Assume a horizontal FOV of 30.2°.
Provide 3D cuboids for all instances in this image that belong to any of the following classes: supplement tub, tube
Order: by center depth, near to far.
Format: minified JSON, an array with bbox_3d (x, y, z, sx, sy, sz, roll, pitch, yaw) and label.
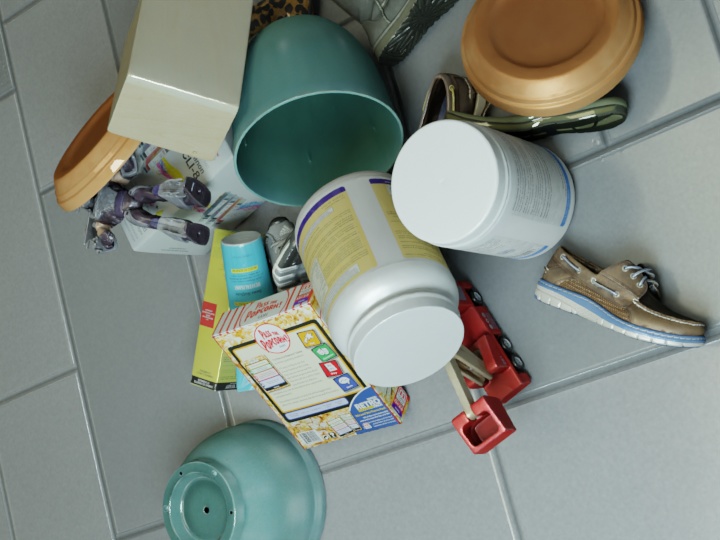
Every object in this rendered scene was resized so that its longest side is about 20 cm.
[{"bbox_3d":[0.135,-0.083,1.426,0.131,0.199,0.134,-3,84,32],"label":"supplement tub"},{"bbox_3d":[0.021,0.008,1.432,0.145,0.145,0.201,-45,46,24],"label":"supplement tub"},{"bbox_3d":[-0.132,0.053,1.656,0.076,0.050,0.202,-7,110,6],"label":"tube"}]

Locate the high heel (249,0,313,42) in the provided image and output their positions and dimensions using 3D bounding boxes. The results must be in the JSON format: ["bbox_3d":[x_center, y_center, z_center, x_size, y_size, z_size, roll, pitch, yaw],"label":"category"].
[{"bbox_3d":[-0.149,-0.332,1.714,0.199,0.071,0.144,32,99,28],"label":"high heel"}]

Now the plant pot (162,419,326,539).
[{"bbox_3d":[-0.160,0.290,1.658,0.198,0.134,0.203,-1,87,33],"label":"plant pot"}]

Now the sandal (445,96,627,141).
[{"bbox_3d":[0.192,-0.177,1.462,0.199,0.080,0.058,-5,84,16],"label":"sandal"}]

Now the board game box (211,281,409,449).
[{"bbox_3d":[-0.057,0.115,1.573,0.150,0.047,0.201,-18,121,31],"label":"board game box"}]

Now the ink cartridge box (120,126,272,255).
[{"bbox_3d":[-0.208,-0.136,1.696,0.200,0.144,0.146,-39,68,26],"label":"ink cartridge box"}]

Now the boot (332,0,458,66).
[{"bbox_3d":[0.025,-0.369,1.600,0.182,0.072,0.201,-43,60,23],"label":"boot"}]

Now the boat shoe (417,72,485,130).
[{"bbox_3d":[0.086,-0.126,1.537,0.072,0.059,0.202,28,104,53],"label":"boat shoe"}]

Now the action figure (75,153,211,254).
[{"bbox_3d":[-0.272,-0.080,1.607,0.198,0.069,0.132,6,86,30],"label":"action figure"}]

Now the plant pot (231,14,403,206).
[{"bbox_3d":[-0.063,-0.201,1.575,0.200,0.200,0.162,-35,51,28],"label":"plant pot"}]

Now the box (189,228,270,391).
[{"bbox_3d":[-0.163,0.050,1.703,0.050,0.075,0.202,14,97,34],"label":"box"}]

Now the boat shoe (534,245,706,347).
[{"bbox_3d":[0.275,0.025,1.407,0.199,0.072,0.073,20,98,33],"label":"boat shoe"}]

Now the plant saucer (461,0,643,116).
[{"bbox_3d":[0.201,-0.259,1.427,0.198,0.038,0.202,-9,62,16],"label":"plant saucer"}]

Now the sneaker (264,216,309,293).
[{"bbox_3d":[-0.085,-0.028,1.607,0.201,0.074,0.116,102,150,-58],"label":"sneaker"}]

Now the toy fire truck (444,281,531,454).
[{"bbox_3d":[0.120,0.100,1.468,0.049,0.140,0.201,-41,68,26],"label":"toy fire truck"}]

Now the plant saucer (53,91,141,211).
[{"bbox_3d":[-0.310,-0.162,1.627,0.200,0.037,0.201,-40,25,23],"label":"plant saucer"}]

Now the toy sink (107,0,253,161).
[{"bbox_3d":[-0.207,-0.246,1.548,0.112,0.129,0.202,126,153,-50],"label":"toy sink"}]
